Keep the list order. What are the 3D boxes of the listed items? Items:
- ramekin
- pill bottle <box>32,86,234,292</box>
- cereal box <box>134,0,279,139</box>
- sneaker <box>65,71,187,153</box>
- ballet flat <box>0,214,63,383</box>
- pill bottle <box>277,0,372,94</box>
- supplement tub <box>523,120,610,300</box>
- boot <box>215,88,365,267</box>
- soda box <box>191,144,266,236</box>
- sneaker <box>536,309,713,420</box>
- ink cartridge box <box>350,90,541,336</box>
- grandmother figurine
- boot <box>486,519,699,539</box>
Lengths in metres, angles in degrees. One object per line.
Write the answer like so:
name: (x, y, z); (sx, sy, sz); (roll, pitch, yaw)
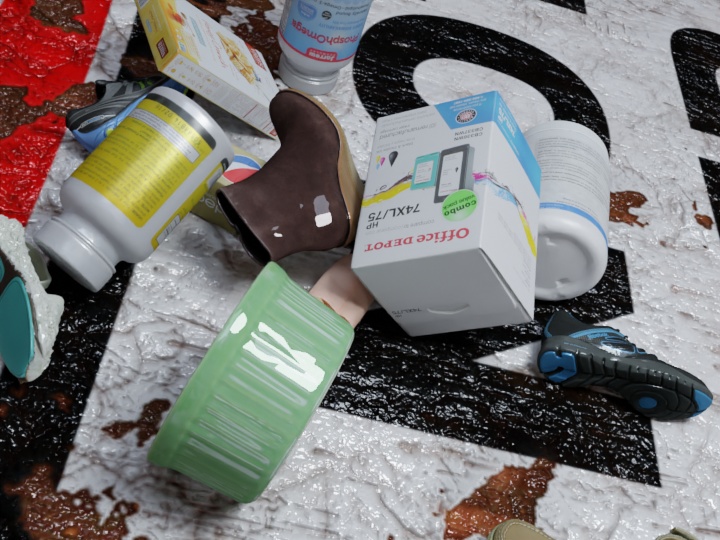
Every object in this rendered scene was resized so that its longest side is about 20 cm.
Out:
ramekin: (-0.089, 0.102, 0.822); (0.097, 0.200, 0.200); (32, 45, -2)
pill bottle: (-0.229, -0.079, 0.954); (0.111, 0.111, 0.200); (35, 72, 12)
cereal box: (-0.176, -0.255, 1.153); (0.200, 0.039, 0.144); (25, 33, -49)
sneaker: (-0.267, -0.207, 1.121); (0.083, 0.071, 0.200); (34, 48, 8)
ballet flat: (-0.318, 0.018, 0.901); (0.072, 0.072, 0.200); (-13, 55, -30)
pill bottle: (-0.046, -0.332, 1.229); (0.108, 0.200, 0.109); (11, 46, -11)
supplement tub: (0.235, -0.074, 1.148); (0.131, 0.132, 0.200); (20, 46, -2)
boot: (-0.083, -0.105, 1.002); (0.166, 0.072, 0.200); (-19, 70, -42)
soda box: (-0.170, -0.106, 1.070); (0.199, 0.064, 0.068); (28, 45, 5)
sneaker: (0.296, 0.100, 1.052); (0.199, 0.073, 0.082); (21, 43, -2)
ink cartridge box: (0.097, -0.056, 1.005); (0.146, 0.146, 0.201); (-9, 54, 27)
grandmother figurine: (0.000, 0.000, 1.047); (0.121, 0.060, 0.200); (52, 43, -9)
boot: (0.215, 0.261, 0.813); (0.200, 0.155, 0.072); (38, 47, 15)
